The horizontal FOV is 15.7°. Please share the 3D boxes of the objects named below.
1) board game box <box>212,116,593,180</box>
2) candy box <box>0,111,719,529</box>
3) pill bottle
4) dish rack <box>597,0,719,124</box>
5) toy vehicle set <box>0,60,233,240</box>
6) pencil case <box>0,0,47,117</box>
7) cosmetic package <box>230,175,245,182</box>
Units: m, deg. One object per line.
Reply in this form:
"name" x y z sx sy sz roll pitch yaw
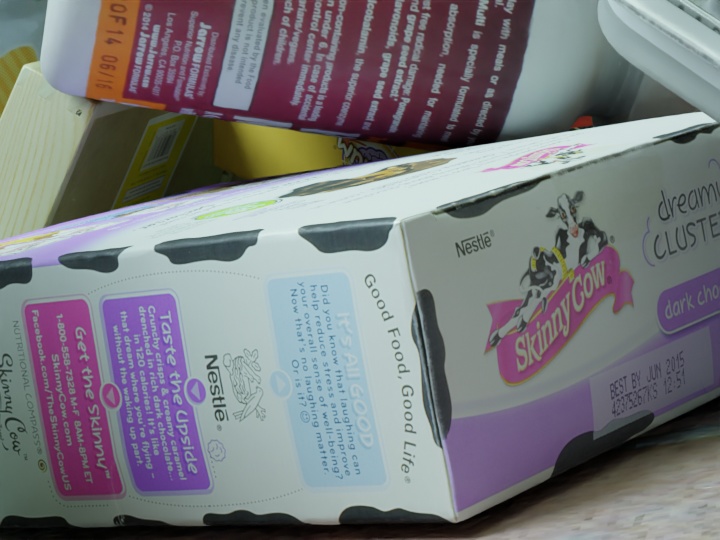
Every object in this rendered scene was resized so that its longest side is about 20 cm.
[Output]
"board game box" 0.071 -0.040 0.858 0.152 0.041 0.199 -16 28 -39
"candy box" -0.009 0.013 0.687 0.199 0.072 0.167 -6 7 40
"pill bottle" 0.012 -0.092 0.763 0.199 0.110 0.110 9 4 -8
"dish rack" 0.165 -0.051 0.626 0.171 0.044 0.200 -33 56 -32
"toy vehicle set" -0.088 -0.017 0.882 0.026 0.125 0.200 28 15 9
"pencil case" -0.150 -0.059 1.007 0.083 0.202 0.091 -7 11 -32
"cosmetic package" 0.004 -0.064 1.032 0.198 0.072 0.105 2 24 -7
